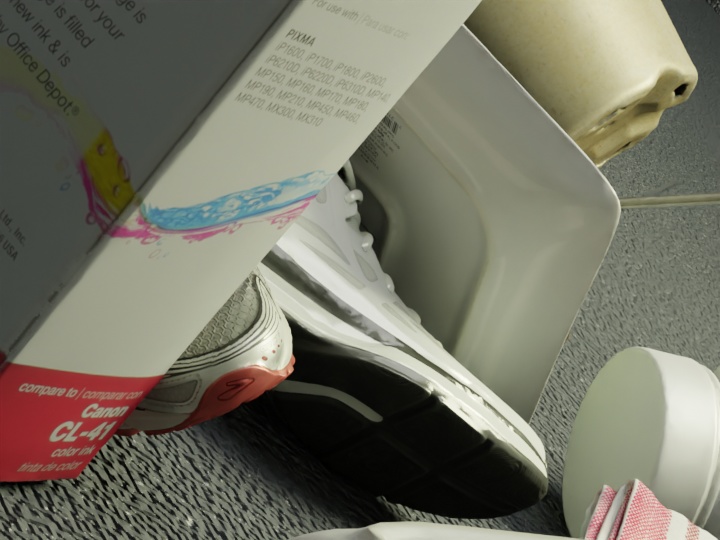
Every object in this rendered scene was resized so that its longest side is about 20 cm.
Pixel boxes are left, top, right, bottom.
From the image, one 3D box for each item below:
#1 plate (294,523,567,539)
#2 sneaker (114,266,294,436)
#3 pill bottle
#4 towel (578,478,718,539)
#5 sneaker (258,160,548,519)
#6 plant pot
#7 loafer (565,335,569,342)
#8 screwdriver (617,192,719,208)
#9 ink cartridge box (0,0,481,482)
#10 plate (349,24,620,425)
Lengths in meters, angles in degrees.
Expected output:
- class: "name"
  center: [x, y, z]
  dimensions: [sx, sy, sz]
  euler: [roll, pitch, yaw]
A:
- class: "plate"
  center: [0.081, 0.108, 0.691]
  dimensions: [0.198, 0.033, 0.200]
  euler: [8, 6, -17]
- class: "sneaker"
  center: [-0.088, -0.026, 0.769]
  dimensions: [0.200, 0.078, 0.082]
  euler: [49, -24, 37]
- class: "pill bottle"
  center: [0.194, 0.101, 1.062]
  dimensions: [0.199, 0.120, 0.120]
  euler: [16, 23, -19]
- class: "towel"
  center: [0.146, 0.174, 0.857]
  dimensions: [0.200, 0.030, 0.147]
  euler: [39, 34, -5]
- class: "sneaker"
  center: [0.000, 0.000, 0.889]
  dimensions: [0.200, 0.076, 0.116]
  euler: [36, 52, -21]
- class: "plant pot"
  center: [0.109, -0.158, 1.542]
  dimensions: [0.184, 0.200, 0.200]
  euler: [58, 18, 13]
- class: "loafer"
  center: [0.079, 0.007, 1.171]
  dimensions: [0.071, 0.073, 0.200]
  euler: [40, 15, -10]
- class: "screwdriver"
  center: [0.074, -0.024, 1.098]
  dimensions: [0.198, 0.029, 0.028]
  euler: [2, 17, 6]
- class: "ink cartridge box"
  center: [-0.082, -0.061, 0.687]
  dimensions: [0.148, 0.200, 0.085]
  euler: [50, 17, 25]
- class: "plate"
  center: [0.004, -0.030, 0.954]
  dimensions: [0.032, 0.200, 0.200]
  euler: [-27, 65, -29]
